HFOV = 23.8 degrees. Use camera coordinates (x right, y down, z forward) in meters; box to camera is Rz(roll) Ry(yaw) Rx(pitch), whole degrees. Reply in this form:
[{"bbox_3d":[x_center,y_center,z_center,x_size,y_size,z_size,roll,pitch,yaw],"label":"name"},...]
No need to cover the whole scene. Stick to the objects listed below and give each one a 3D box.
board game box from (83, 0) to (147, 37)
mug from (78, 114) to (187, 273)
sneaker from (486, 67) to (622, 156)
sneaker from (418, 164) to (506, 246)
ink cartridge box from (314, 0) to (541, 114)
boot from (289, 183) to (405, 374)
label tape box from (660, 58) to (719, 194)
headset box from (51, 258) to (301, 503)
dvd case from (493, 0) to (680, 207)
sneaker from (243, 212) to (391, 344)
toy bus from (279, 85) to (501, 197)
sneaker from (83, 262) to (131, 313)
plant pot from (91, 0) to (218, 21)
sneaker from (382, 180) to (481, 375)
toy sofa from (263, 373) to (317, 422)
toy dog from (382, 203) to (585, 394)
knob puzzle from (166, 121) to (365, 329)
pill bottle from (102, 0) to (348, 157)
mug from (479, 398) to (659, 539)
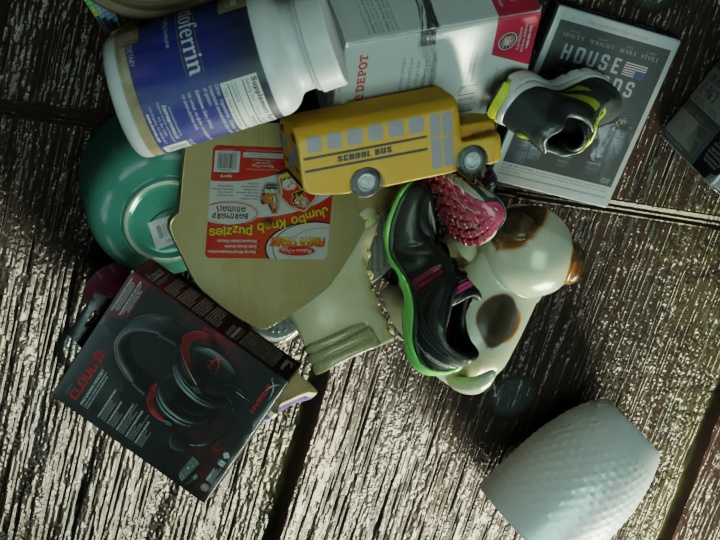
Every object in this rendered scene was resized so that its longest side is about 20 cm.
[{"bbox_3d":[-0.152,-0.269,1.612,0.200,0.057,0.166,-31,120,2],"label":"board game box"},{"bbox_3d":[-0.187,-0.086,1.665,0.152,0.114,0.185,21,111,-24],"label":"mug"},{"bbox_3d":[0.205,-0.148,1.695,0.200,0.085,0.075,-9,141,-48],"label":"sneaker"},{"bbox_3d":[0.106,-0.085,1.702,0.074,0.200,0.081,-25,110,-5],"label":"sneaker"},{"bbox_3d":[0.059,-0.214,1.648,0.199,0.084,0.145,-11,148,-14],"label":"ink cartridge box"},{"bbox_3d":[0.000,0.000,1.723,0.200,0.073,0.156,-30,91,-28],"label":"boot"},{"bbox_3d":[0.417,-0.179,1.768,0.063,0.144,0.200,31,105,-25],"label":"label tape box"},{"bbox_3d":[-0.181,0.097,1.607,0.200,0.075,0.149,36,102,1],"label":"headset box"},{"bbox_3d":[0.231,-0.172,1.789,0.150,0.025,0.200,12,114,-22],"label":"dvd case"},{"bbox_3d":[-0.044,0.007,1.785,0.200,0.079,0.079,-34,89,-22],"label":"sneaker"},{"bbox_3d":[0.029,-0.122,1.607,0.199,0.065,0.079,-13,113,-15],"label":"toy bus"},{"bbox_3d":[-0.220,0.059,1.729,0.088,0.081,0.200,-36,146,15],"label":"sneaker"},{"bbox_3d":[-0.185,-0.322,1.502,0.200,0.093,0.202,0,94,-1],"label":"plant pot"},{"bbox_3d":[0.078,0.005,1.691,0.084,0.077,0.201,-4,106,33],"label":"sneaker"},{"bbox_3d":[-0.124,0.130,1.745,0.098,0.200,0.083,45,101,6],"label":"toy sofa"},{"bbox_3d":[0.135,0.014,1.772,0.139,0.194,0.200,33,112,-16],"label":"toy dog"},{"bbox_3d":[-0.092,-0.044,1.637,0.219,0.030,0.220,-6,105,-22],"label":"knob puzzle"},{"bbox_3d":[-0.118,-0.181,1.516,0.199,0.116,0.116,-17,121,5],"label":"pill bottle"},{"bbox_3d":[0.257,0.246,1.968,0.175,0.148,0.200,-44,150,2],"label":"mug"}]
